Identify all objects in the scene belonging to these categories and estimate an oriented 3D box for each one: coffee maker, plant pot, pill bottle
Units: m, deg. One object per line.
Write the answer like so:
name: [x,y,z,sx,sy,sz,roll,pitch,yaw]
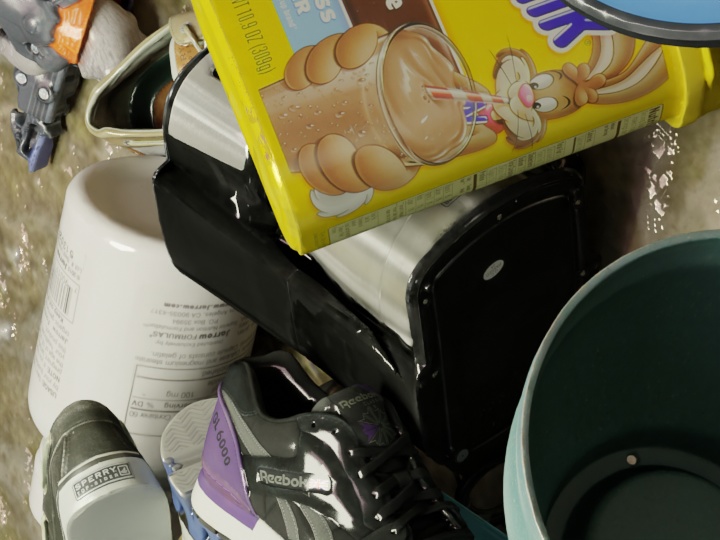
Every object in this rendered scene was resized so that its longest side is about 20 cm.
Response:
coffee maker: [0.000,0.000,1.166,0.200,0.135,0.192,35,123,39]
plant pot: [0.143,0.102,0.996,0.200,0.200,0.134,65,158,18]
pill bottle: [-0.118,0.049,1.325,0.114,0.114,0.200,38,125,38]

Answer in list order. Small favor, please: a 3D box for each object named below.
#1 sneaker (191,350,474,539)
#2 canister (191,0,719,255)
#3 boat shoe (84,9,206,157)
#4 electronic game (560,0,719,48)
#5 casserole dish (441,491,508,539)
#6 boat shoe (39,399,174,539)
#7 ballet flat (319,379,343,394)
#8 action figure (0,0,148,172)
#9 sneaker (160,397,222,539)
sneaker: [0.000,0.101,1.079,0.200,0.076,0.088,27,118,38]
canister: [0.041,-0.104,1.045,0.087,0.200,0.149,84,164,-71]
boat shoe: [-0.067,-0.103,1.276,0.200,0.068,0.075,-29,73,46]
electronic game: [0.143,-0.185,0.978,0.200,0.042,0.200,-4,76,18]
casserole dish: [0.073,0.168,1.136,0.200,0.039,0.121,33,158,41]
boat shoe: [-0.129,0.137,1.274,0.200,0.071,0.064,96,153,-54]
ballet flat: [-0.058,0.137,1.299,0.068,0.068,0.200,23,115,18]
action figure: [-0.209,-0.141,1.393,0.193,0.105,0.200,20,120,15]
sneaker: [-0.036,0.168,1.194,0.115,0.081,0.199,93,154,-52]
